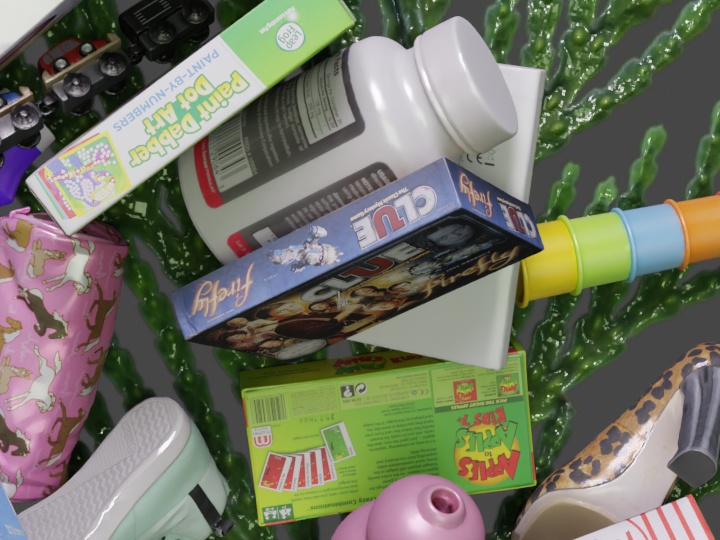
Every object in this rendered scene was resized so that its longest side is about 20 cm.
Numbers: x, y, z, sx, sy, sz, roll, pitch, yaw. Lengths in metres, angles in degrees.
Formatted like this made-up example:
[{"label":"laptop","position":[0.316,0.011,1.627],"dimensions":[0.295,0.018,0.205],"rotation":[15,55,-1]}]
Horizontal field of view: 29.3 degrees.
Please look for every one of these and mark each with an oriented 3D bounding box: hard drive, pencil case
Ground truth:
[{"label":"hard drive","position":[0.047,-0.043,0.932],"dimensions":[0.131,0.027,0.201],"rotation":[11,103,19]},{"label":"pencil case","position":[-0.219,0.057,0.924],"dimensions":[0.083,0.086,0.201],"rotation":[2,108,-51]}]

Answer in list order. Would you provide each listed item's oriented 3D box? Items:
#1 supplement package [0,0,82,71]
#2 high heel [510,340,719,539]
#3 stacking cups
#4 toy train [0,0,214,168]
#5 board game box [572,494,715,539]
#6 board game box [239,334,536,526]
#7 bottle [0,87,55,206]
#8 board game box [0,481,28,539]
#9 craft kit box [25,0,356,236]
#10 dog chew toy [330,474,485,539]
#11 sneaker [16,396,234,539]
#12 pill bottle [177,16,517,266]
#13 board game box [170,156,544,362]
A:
[{"label":"supplement package","position":[-0.264,-0.164,0.850],"dimensions":[0.200,0.114,0.110],"rotation":[-39,103,4]},{"label":"high heel","position":[0.195,0.132,1.009],"dimensions":[0.071,0.143,0.200],"rotation":[45,129,-10]},{"label":"stacking cups","position":[0.200,-0.024,0.970],"dimensions":[0.199,0.061,0.061],"rotation":[-13,104,-8]},{"label":"toy train","position":[-0.181,-0.126,0.877],"dimensions":[0.200,0.034,0.046],"rotation":[-37,76,-21]},{"label":"board game box","position":[0.175,0.248,0.975],"dimensions":[0.151,0.046,0.200],"rotation":[-20,141,-1]},{"label":"board game box","position":[0.019,0.112,0.980],"dimensions":[0.199,0.048,0.102],"rotation":[-8,104,-4]},{"label":"bottle","position":[-0.284,-0.032,0.893],"dimensions":[0.065,0.084,0.200],"rotation":[43,82,6]},{"label":"board game box","position":[-0.305,0.151,0.883],"dimensions":[0.151,0.200,0.037],"rotation":[-44,143,9]},{"label":"craft kit box","position":[-0.100,-0.109,0.839],"dimensions":[0.200,0.198,0.049],"rotation":[-36,104,2]},{"label":"dog chew toy","position":[0.024,0.212,0.937],"dimensions":[0.124,0.125,0.200],"rotation":[14,134,-9]},{"label":"sneaker","position":[-0.169,0.192,0.934],"dimensions":[0.200,0.074,0.118],"rotation":[-44,137,-13]},{"label":"pill bottle","position":[-0.007,-0.079,0.871],"dimensions":[0.199,0.111,0.111],"rotation":[-25,105,21]},{"label":"board game box","position":[0.000,0.000,0.869],"dimensions":[0.199,0.135,0.035],"rotation":[-25,69,23]}]
